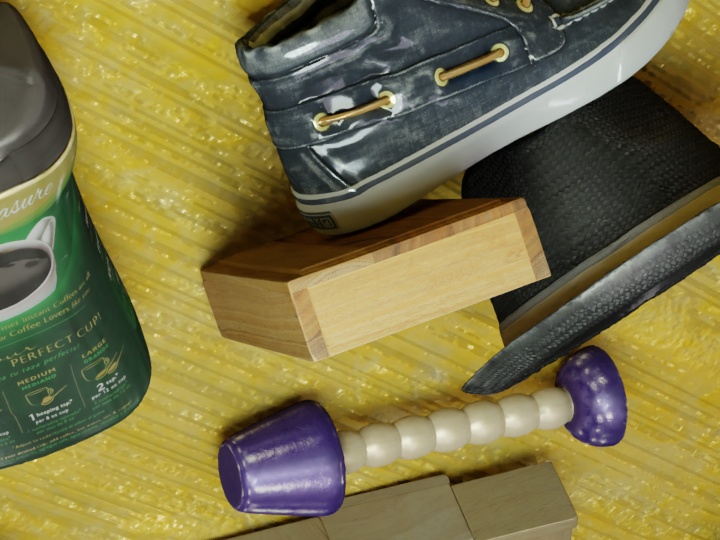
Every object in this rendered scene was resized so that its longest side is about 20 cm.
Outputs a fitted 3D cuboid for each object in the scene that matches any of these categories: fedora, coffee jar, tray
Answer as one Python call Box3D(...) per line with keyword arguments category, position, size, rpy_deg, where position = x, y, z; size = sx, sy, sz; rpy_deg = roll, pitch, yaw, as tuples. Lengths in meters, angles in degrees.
Box3D(category="fedora", position=(0.100, -0.026, 1.208), size=(0.200, 0.092, 0.201), rpy_deg=(-33, 175, -4))
Box3D(category="coffee jar", position=(-0.152, -0.013, 1.106), size=(0.104, 0.085, 0.200), rpy_deg=(-21, 141, -8))
Box3D(category="tray", position=(0.000, 0.000, 1.148), size=(0.099, 0.200, 0.037), rpy_deg=(-20, 96, -12))

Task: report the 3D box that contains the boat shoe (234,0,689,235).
Box3D(category="boat shoe", position=(0.045, -0.102, 1.145), size=(0.200, 0.071, 0.091), rpy_deg=(-34, 116, -19))

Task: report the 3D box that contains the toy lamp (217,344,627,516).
Box3D(category="toy lamp", position=(0.029, 0.078, 1.335), size=(0.200, 0.058, 0.058), rpy_deg=(-13, 138, -23))

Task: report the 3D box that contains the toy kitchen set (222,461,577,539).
Box3D(category="toy kitchen set", position=(0.026, 0.229, 1.392), size=(0.200, 0.181, 0.163), rpy_deg=(-13, 139, -13))
